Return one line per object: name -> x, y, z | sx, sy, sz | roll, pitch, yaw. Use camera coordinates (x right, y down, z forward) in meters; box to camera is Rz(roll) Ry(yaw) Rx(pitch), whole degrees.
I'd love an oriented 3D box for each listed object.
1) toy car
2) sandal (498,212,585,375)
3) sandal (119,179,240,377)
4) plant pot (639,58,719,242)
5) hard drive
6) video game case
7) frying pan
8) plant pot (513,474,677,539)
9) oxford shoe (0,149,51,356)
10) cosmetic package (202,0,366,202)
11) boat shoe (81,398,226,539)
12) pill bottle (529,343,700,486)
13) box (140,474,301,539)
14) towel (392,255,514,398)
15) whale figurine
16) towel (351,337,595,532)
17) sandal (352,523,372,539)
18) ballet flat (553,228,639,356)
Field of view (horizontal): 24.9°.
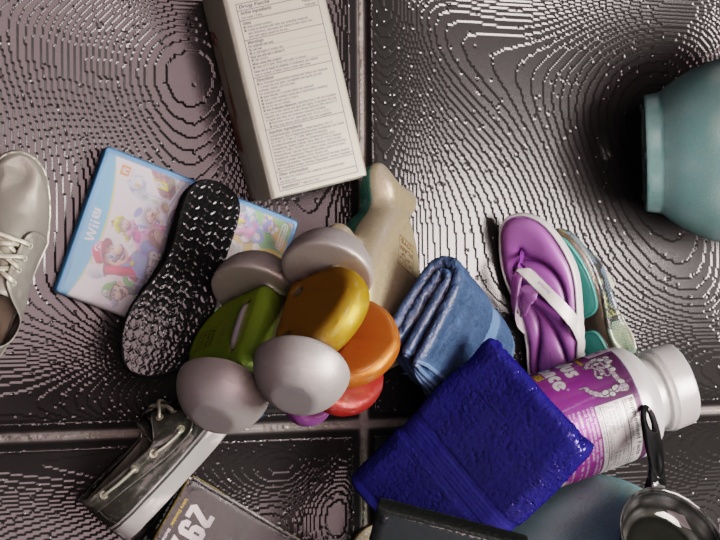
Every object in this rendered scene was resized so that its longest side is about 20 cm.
toy car -> -0.055, 0.072, 1.440 | 0.150, 0.199, 0.176 | 47, 42, -34
sandal -> 0.182, 0.042, 1.630 | 0.050, 0.082, 0.204 | -25, 101, -57
sandal -> -0.166, 0.012, 1.514 | 0.075, 0.048, 0.201 | 29, 68, -16
plant pot -> 0.351, -0.121, 1.654 | 0.133, 0.200, 0.202 | -1, 90, 7
hard drive -> 0.061, 0.316, 1.469 | 0.139, 0.033, 0.201 | 14, 104, 3
video game case -> -0.172, -0.014, 1.540 | 0.199, 0.018, 0.144 | 21, 83, -18
frying pan -> 0.260, 0.217, 1.469 | 0.114, 0.031, 0.191 | -10, 60, -36
plant pot -> 0.217, 0.310, 1.548 | 0.196, 0.199, 0.197 | -37, 103, -43
oxford shoe -> -0.321, -0.010, 1.466 | 0.075, 0.058, 0.201 | 16, 82, -16
cosmetic package -> -0.073, -0.173, 1.541 | 0.103, 0.087, 0.201 | -14, 95, -18
boat shoe -> -0.175, 0.154, 1.510 | 0.064, 0.071, 0.200 | 43, 78, -15
pill bottle -> 0.222, 0.139, 1.578 | 0.199, 0.112, 0.113 | -18, 95, -14
box -> -0.148, 0.314, 1.530 | 0.159, 0.049, 0.201 | 33, 79, -15
towel -> 0.093, 0.072, 1.559 | 0.112, 0.048, 0.200 | -59, 148, -12
whale figurine -> 0.000, 0.000, 1.569 | 0.159, 0.103, 0.201 | 37, 53, -47
towel -> 0.103, 0.179, 1.500 | 0.200, 0.049, 0.148 | -47, 69, 15
sandal -> 0.084, 0.326, 1.601 | 0.212, 0.070, 0.078 | 46, 76, -13
ballet flat -> 0.240, 0.044, 1.671 | 0.074, 0.074, 0.201 | -23, 99, -18
